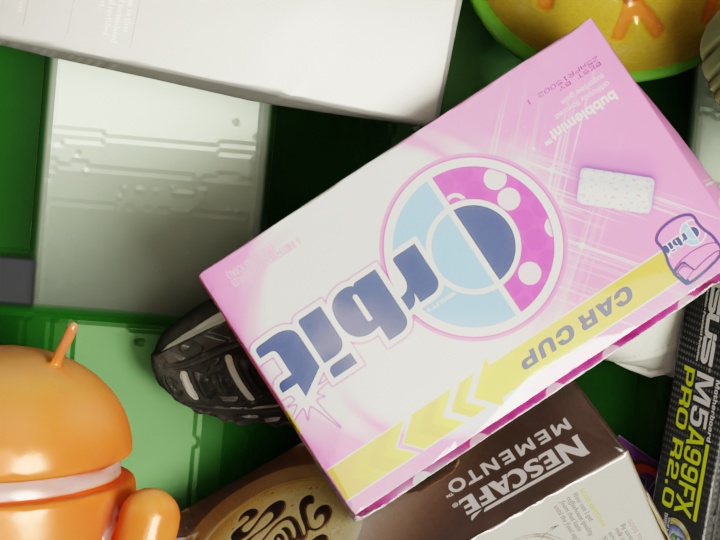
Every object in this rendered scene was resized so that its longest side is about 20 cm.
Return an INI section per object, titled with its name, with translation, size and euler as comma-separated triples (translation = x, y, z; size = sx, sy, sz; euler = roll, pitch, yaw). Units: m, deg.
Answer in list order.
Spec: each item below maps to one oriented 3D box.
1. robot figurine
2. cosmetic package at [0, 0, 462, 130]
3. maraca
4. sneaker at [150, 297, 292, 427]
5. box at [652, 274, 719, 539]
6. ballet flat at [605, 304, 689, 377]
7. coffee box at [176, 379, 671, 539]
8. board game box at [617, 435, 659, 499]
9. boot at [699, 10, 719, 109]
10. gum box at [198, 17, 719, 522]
[robot figurine]
translation = -0.147, 0.119, 1.161
size = 0.116, 0.144, 0.201
euler = -4, 98, -21
[cosmetic package]
translation = -0.062, -0.118, 1.170
size = 0.199, 0.107, 0.091
euler = 8, 93, -12
[maraca]
translation = 0.135, -0.157, 1.201
size = 0.199, 0.107, 0.138
euler = -19, 95, -9
[sneaker]
translation = 0.000, 0.000, 1.209
size = 0.200, 0.079, 0.074
euler = -28, 134, -3
[box]
translation = 0.226, 0.070, 1.224
size = 0.199, 0.044, 0.161
euler = 4, 101, -28
[ballet flat]
translation = 0.168, 0.015, 1.243
size = 0.199, 0.069, 0.070
euler = -17, 96, -12
[coffee box]
translation = 0.018, 0.120, 1.179
size = 0.200, 0.113, 0.080
euler = -29, 126, -3
[board game box]
translation = 0.170, 0.175, 1.236
size = 0.200, 0.032, 0.120
euler = 35, 44, -10
[boot]
translation = 0.233, -0.043, 1.170
size = 0.066, 0.200, 0.176
euler = -23, 80, 33
[gum box]
translation = 0.050, -0.002, 1.124
size = 0.200, 0.066, 0.114
euler = -33, 83, -3
